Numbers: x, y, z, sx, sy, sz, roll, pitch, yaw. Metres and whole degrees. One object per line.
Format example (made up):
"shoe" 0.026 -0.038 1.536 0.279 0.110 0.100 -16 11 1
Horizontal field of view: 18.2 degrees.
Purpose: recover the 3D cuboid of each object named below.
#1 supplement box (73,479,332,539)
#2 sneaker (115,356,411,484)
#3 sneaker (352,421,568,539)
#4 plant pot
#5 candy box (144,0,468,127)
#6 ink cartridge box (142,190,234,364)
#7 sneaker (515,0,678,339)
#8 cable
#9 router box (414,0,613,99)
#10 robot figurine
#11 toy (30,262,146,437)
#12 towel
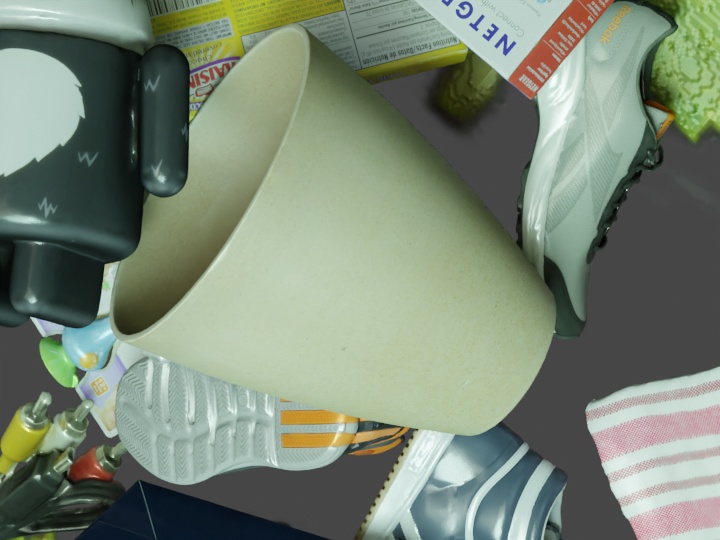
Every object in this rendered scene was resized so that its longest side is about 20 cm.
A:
"supplement box" -0.077 0.261 1.304 0.199 0.134 0.201 14 125 29
"sneaker" -0.049 0.088 1.336 0.199 0.112 0.078 3 91 40
"sneaker" 0.048 0.177 1.332 0.108 0.070 0.201 30 111 7
"plant pot" 0.000 0.000 1.194 0.199 0.188 0.188 30 111 -20
"candy box" -0.047 -0.144 1.272 0.198 0.026 0.103 -14 80 -5
"ink cartridge box" -0.070 -0.064 1.292 0.161 0.057 0.202 -15 100 -19
"sneaker" 0.132 -0.057 1.260 0.079 0.074 0.202 9 103 12
"cable" -0.222 0.148 1.440 0.097 0.051 0.200 35 131 -27
"router box" 0.074 -0.225 1.215 0.200 0.049 0.180 42 97 21
"robot figurine" -0.174 -0.073 1.191 0.149 0.125 0.202 6 82 -17
"toy" -0.115 0.012 1.367 0.199 0.047 0.116 -32 93 22
"towel" 0.207 0.153 1.254 0.146 0.030 0.201 -22 92 54
